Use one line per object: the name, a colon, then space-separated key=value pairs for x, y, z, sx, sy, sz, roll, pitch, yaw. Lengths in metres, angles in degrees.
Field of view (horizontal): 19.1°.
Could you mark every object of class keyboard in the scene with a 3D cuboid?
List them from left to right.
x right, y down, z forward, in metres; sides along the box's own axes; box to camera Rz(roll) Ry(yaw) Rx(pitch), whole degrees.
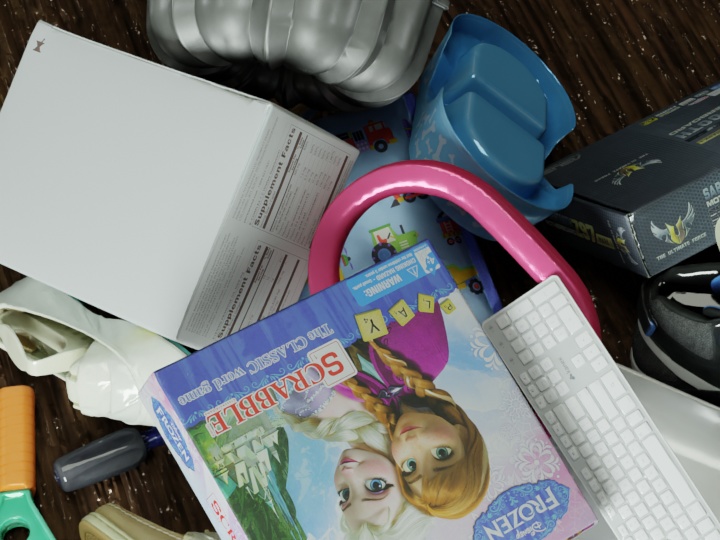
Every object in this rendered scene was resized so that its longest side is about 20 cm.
keyboard: x=0.148 y=0.100 z=1.279 sx=0.056 sy=0.011 sz=0.200 roll=-35 pitch=79 yaw=15

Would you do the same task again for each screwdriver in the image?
screwdriver: x=-0.106 y=0.100 z=1.398 sx=0.200 sy=0.029 sz=0.028 roll=-19 pitch=53 yaw=-20

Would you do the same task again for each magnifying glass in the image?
magnifying glass: x=-0.218 y=0.161 z=1.356 sx=0.079 sy=0.022 sz=0.200 roll=-7 pitch=52 yaw=0

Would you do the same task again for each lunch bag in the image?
lunch bag: x=0.000 y=0.000 z=1.419 sx=0.150 sy=0.094 sz=0.200 roll=-18 pitch=59 yaw=-10

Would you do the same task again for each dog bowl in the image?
dog bowl: x=0.085 y=-0.093 z=1.424 sx=0.111 sy=0.050 sz=0.200 roll=36 pitch=30 yaw=-17

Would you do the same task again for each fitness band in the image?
fitness band: x=0.057 y=0.024 z=1.328 sx=0.200 sy=0.037 sz=0.144 roll=46 pitch=106 yaw=6

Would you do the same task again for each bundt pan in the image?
bundt pan: x=-0.047 y=-0.153 z=1.379 sx=0.201 sy=0.202 sz=0.076 roll=8 pitch=82 yaw=11

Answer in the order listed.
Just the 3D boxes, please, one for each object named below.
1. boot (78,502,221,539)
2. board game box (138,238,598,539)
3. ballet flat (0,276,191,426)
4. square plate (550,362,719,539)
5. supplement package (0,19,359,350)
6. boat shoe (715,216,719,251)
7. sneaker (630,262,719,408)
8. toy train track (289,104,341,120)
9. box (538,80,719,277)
boot: x=-0.056 y=0.162 z=1.310 sx=0.200 sy=0.072 sz=0.155 roll=27 pitch=60 yaw=17
board game box: x=0.006 y=0.108 z=1.238 sx=0.200 sy=0.041 sz=0.200 roll=-27 pitch=79 yaw=-27
ballet flat: x=-0.177 y=0.060 z=1.379 sx=0.069 sy=0.070 sz=0.200 roll=-42 pitch=45 yaw=-24
square plate: x=0.181 y=0.166 z=1.308 sx=0.200 sy=0.028 sz=0.198 roll=23 pitch=62 yaw=22
supplement package: x=-0.133 y=-0.048 z=1.363 sx=0.200 sy=0.111 sz=0.156 roll=22 pitch=89 yaw=33
boat shoe: x=0.312 y=0.005 z=1.357 sx=0.199 sy=0.075 sz=0.066 roll=32 pitch=53 yaw=-7
sneaker: x=0.262 y=0.058 z=1.334 sx=0.200 sy=0.112 sz=0.073 roll=18 pitch=58 yaw=18
toy train track: x=-0.031 y=-0.106 z=1.522 sx=0.200 sy=0.033 sz=0.115 roll=-40 pitch=21 yaw=-22
box: x=0.230 y=-0.071 z=1.424 sx=0.200 sy=0.051 sz=0.158 roll=-27 pitch=20 yaw=-13
